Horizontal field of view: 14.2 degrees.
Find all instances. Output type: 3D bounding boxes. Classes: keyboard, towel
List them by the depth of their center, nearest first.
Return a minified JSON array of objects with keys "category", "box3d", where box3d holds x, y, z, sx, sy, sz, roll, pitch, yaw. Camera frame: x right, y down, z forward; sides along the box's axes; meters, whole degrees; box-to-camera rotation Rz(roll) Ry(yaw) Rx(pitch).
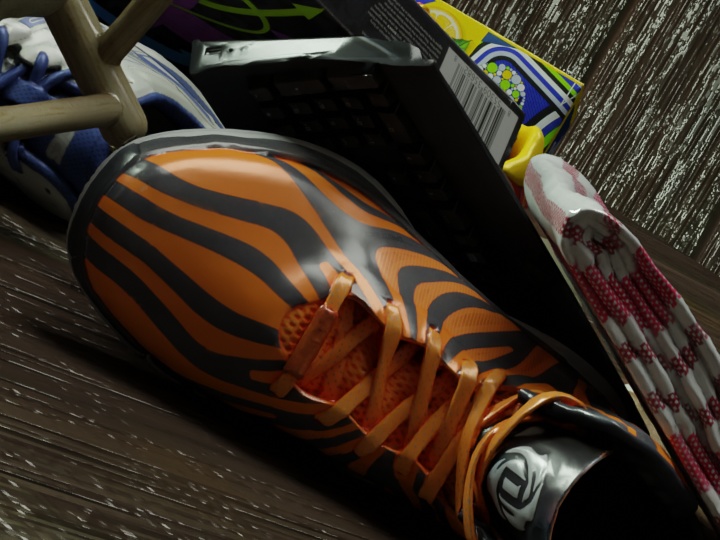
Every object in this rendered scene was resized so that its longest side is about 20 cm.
[{"category":"towel","box3d":[0.107,0.055,0.830,0.201,0.030,0.146,59,2,-8]},{"category":"keyboard","box3d":[0.000,0.000,0.866,0.126,0.021,0.200,1,-36,30]}]

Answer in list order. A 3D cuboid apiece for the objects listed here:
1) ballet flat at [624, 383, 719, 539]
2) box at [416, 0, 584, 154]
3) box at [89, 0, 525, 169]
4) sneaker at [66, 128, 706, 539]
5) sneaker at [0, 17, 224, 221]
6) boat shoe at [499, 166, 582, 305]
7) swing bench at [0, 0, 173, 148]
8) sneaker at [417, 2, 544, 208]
[{"category":"ballet flat","box3d":[0.133,0.077,0.952,0.199,0.073,0.068,31,-11,11]},{"category":"box","box3d":[0.001,-0.102,1.321,0.199,0.065,0.070,30,-7,5]},{"category":"box","box3d":[-0.055,-0.086,1.098,0.199,0.036,0.143,4,-28,44]},{"category":"sneaker","box3d":[0.019,0.031,0.773,0.199,0.078,0.112,28,5,-25]},{"category":"sneaker","box3d":[-0.110,-0.065,0.947,0.199,0.076,0.088,26,8,-32]},{"category":"boat shoe","box3d":[0.021,-0.004,1.061,0.074,0.075,0.202,5,-20,39]},{"category":"swing bench","box3d":[-0.132,-0.139,0.800,0.200,0.130,0.199,48,20,10]},{"category":"sneaker","box3d":[-0.003,-0.095,1.175,0.200,0.077,0.073,38,50,9]}]
